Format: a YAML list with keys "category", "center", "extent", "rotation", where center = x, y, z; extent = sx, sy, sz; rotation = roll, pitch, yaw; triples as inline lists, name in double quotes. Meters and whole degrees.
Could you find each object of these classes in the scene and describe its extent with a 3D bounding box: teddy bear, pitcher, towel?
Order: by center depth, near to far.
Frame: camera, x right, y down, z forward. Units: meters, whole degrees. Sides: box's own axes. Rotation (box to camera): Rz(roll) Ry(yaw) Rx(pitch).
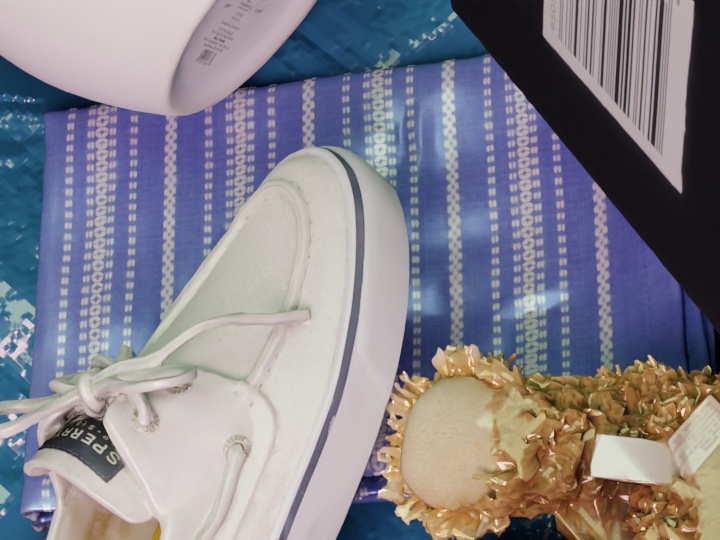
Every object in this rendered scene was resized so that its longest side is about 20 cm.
- category: "teddy bear"
  center: [0.102, 0.060, 0.744]
  extent: [0.199, 0.067, 0.146]
  rotation: [-25, 67, 0]
- category: "towel"
  center: [0.000, 0.000, 0.835]
  extent: [0.199, 0.024, 0.146]
  rotation: [-7, 57, 10]
- category: "pitcher"
  center: [-0.092, -0.141, 0.886]
  extent: [0.200, 0.171, 0.121]
  rotation: [42, 106, 13]

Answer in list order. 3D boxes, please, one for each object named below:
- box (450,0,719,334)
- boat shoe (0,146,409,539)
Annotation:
- category: "box"
  center: [0.150, -0.085, 0.737]
  extent: [0.199, 0.118, 0.197]
  rotation: [-15, 41, -17]
- category: "boat shoe"
  center: [-0.056, 0.050, 0.751]
  extent: [0.074, 0.086, 0.203]
  rotation: [4, 69, 54]
